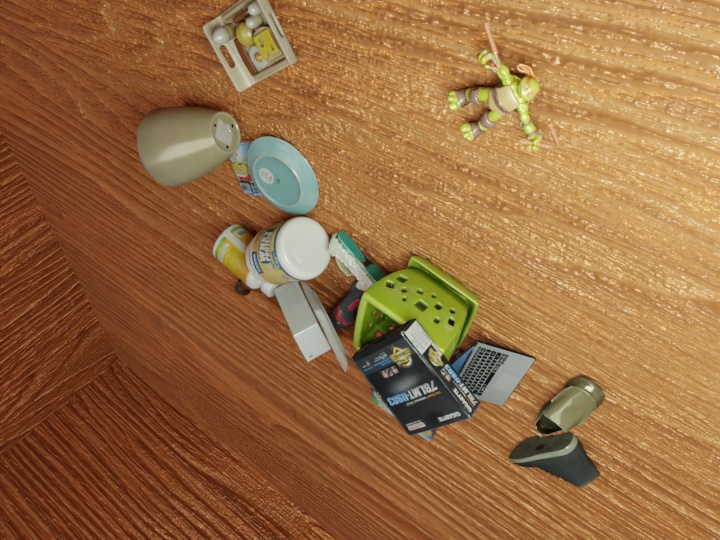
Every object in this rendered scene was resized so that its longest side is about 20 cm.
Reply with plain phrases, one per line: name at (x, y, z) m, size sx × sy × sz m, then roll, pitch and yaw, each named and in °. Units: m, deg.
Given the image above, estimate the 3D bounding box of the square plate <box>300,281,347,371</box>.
square plate at (-0.091, 0.139, 1.596) m, size 0.200 × 0.028 × 0.200 m, roll 67°, pitch 173°, yaw -27°

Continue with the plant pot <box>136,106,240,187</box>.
plant pot at (-0.380, -0.300, 1.416) m, size 0.197 × 0.188 × 0.189 m, roll -3°, pitch 124°, yaw 34°

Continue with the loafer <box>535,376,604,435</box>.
loafer at (0.407, 0.276, 1.199) m, size 0.076 × 0.067 × 0.201 m, roll 37°, pitch 146°, yaw 14°

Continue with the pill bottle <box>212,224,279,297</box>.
pill bottle at (-0.293, -0.022, 1.649) m, size 0.199 × 0.111 × 0.112 m, roll 39°, pitch 147°, yaw 13°

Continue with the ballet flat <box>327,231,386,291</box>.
ballet flat at (0.000, 0.000, 1.369) m, size 0.201 × 0.071 × 0.072 m, roll 49°, pitch 148°, yaw 11°

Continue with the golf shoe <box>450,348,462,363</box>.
golf shoe at (0.202, 0.246, 1.402) m, size 0.091 × 0.075 × 0.202 m, roll 10°, pitch 131°, yaw 47°

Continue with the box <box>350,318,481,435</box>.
box at (0.098, 0.207, 1.153) m, size 0.200 × 0.050 × 0.200 m, roll 54°, pitch 143°, yaw -1°

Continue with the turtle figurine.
turtle figurine at (0.198, -0.255, 0.879) m, size 0.201 × 0.065 × 0.160 m, roll 50°, pitch 156°, yaw -20°

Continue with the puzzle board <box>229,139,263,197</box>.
puzzle board at (-0.243, -0.237, 1.453) m, size 0.198 × 0.017 × 0.152 m, roll 14°, pitch 135°, yaw 40°

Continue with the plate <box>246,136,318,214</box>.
plate at (-0.183, -0.206, 1.381) m, size 0.198 × 0.026 × 0.202 m, roll 22°, pitch 139°, yaw 20°

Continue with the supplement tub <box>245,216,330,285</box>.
supplement tub at (-0.178, -0.042, 1.465) m, size 0.199 × 0.145 × 0.146 m, roll -11°, pitch 117°, yaw 53°

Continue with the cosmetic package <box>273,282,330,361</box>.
cosmetic package at (-0.151, 0.123, 1.561) m, size 0.201 × 0.070 × 0.102 m, roll 57°, pitch 173°, yaw 50°

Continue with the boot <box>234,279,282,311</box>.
boot at (-0.265, 0.069, 1.784) m, size 0.199 × 0.069 × 0.189 m, roll 37°, pitch 139°, yaw 2°

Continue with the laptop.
laptop at (0.229, 0.246, 1.246) m, size 0.197 × 0.117 × 0.189 m, roll 16°, pitch 137°, yaw -1°

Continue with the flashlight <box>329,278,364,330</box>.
flashlight at (-0.011, 0.080, 1.482) m, size 0.200 × 0.067 × 0.069 m, roll -46°, pitch 61°, yaw 53°

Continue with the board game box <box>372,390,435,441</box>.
board game box at (0.122, 0.363, 1.650) m, size 0.198 × 0.034 × 0.137 m, roll 32°, pitch 144°, yaw 23°

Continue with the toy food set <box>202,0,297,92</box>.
toy food set at (-0.215, -0.435, 1.168) m, size 0.198 × 0.060 × 0.145 m, roll -2°, pitch 123°, yaw 50°

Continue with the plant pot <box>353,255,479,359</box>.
plant pot at (0.119, 0.104, 1.242) m, size 0.198 × 0.181 × 0.201 m, roll 36°, pitch 146°, yaw 19°

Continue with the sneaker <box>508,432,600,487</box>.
sneaker at (0.417, 0.426, 1.337) m, size 0.107 × 0.075 × 0.200 m, roll 51°, pitch 146°, yaw -3°
